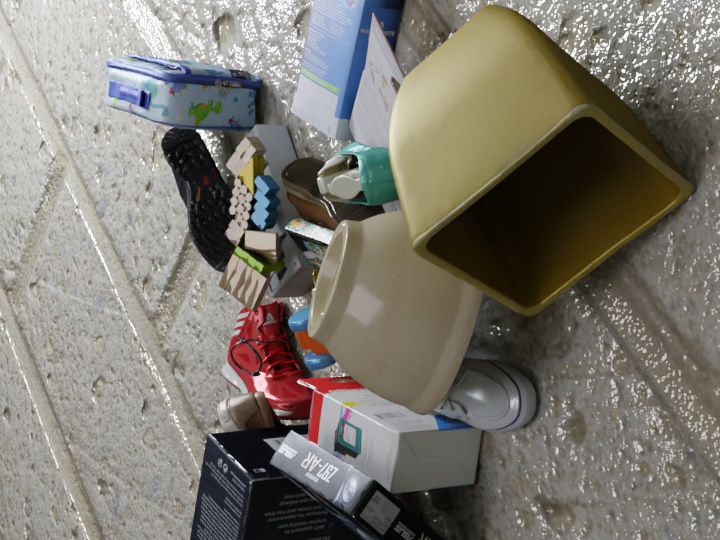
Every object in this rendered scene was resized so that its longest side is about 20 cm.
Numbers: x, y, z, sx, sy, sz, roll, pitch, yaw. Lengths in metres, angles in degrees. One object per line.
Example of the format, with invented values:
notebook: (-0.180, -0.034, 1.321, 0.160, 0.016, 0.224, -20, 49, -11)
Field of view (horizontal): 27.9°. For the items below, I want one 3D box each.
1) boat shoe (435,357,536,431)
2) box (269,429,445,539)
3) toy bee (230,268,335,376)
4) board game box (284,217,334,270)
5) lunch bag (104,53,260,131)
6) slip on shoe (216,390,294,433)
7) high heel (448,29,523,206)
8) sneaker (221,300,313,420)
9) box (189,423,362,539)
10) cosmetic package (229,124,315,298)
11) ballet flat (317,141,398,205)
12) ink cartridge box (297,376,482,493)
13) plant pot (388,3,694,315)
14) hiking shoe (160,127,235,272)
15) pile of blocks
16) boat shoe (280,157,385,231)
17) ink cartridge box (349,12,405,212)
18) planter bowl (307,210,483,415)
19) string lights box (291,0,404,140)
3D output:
boat shoe: (0.095, 0.125, 1.500, 0.199, 0.066, 0.075, 8, 98, 55)
box: (0.016, 0.258, 1.519, 0.044, 0.200, 0.160, -53, 36, -12)
toy bee: (-0.044, 0.057, 1.675, 0.198, 0.109, 0.132, 12, 122, 27)
board game box: (0.000, 0.000, 1.616, 0.199, 0.023, 0.105, 21, 151, 52)
lunch bag: (-0.236, -0.231, 1.881, 0.199, 0.159, 0.084, 21, 108, 53)
slip on shoe: (-0.098, 0.211, 1.718, 0.060, 0.201, 0.076, -28, 38, 7)
high heel: (0.136, -0.133, 1.422, 0.142, 0.071, 0.202, 22, 125, 59)
sneaker: (-0.112, 0.104, 1.788, 0.199, 0.078, 0.117, 26, 113, 51)
box: (-0.082, 0.289, 1.647, 0.117, 0.195, 0.202, 33, 118, 50)
cosmetic package: (-0.102, -0.074, 1.790, 0.083, 0.050, 0.202, -44, 56, 45)
ballet flat: (-0.008, -0.100, 1.531, 0.200, 0.070, 0.068, -173, 70, -72)
ink cartridge box: (0.024, 0.171, 1.561, 0.199, 0.115, 0.068, 21, 107, 53)
plant pot: (0.139, -0.118, 1.293, 0.195, 0.194, 0.201, -38, 51, 22)
hiking shoe: (-0.200, -0.096, 1.924, 0.101, 0.075, 0.202, -48, -62, -88)
pile of blocks: (-0.115, -0.057, 1.723, 0.081, 0.062, 0.203, 10, 101, 31)
boat shoe: (-0.013, -0.064, 1.657, 0.200, 0.072, 0.068, 39, 153, 45)
ink cartridge box: (0.049, -0.140, 1.519, 0.177, 0.044, 0.201, 106, 149, -51)
planter bowl: (0.027, 0.026, 1.416, 0.200, 0.133, 0.202, -163, 90, -79)
string lights box: (-0.013, -0.259, 1.650, 0.103, 0.058, 0.202, 37, 120, 48)
